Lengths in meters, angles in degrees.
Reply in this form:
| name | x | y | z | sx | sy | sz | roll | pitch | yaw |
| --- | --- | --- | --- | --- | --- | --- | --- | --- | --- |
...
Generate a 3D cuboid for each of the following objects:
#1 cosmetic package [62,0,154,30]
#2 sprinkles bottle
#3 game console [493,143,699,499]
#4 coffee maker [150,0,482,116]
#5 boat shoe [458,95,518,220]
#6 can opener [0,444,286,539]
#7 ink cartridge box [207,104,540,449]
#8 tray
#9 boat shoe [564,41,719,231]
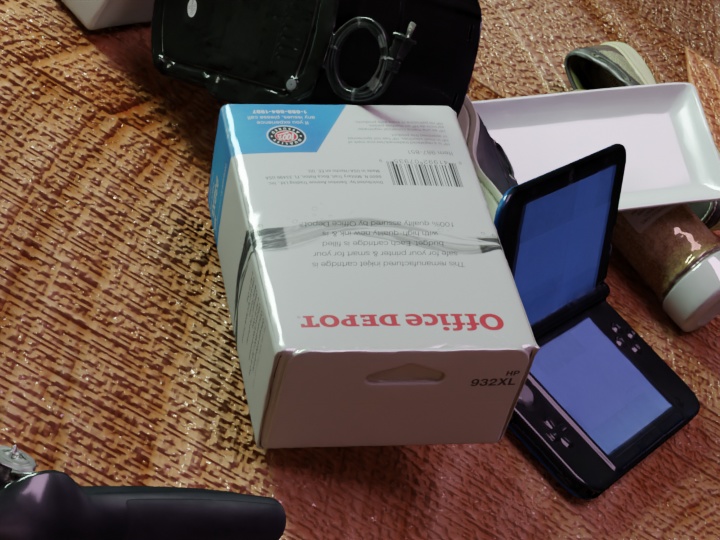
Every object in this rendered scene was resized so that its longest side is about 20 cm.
| name | x | y | z | sx | sy | sz | roll | pitch | yaw |
| --- | --- | --- | --- | --- | --- | --- | --- | --- | --- |
| cosmetic package | -0.135 | -0.287 | 1.255 | 0.167 | 0.166 | 0.200 | 47 | 31 | 14 |
| sprinkles bottle | 0.211 | -0.047 | 1.410 | 0.068 | 0.068 | 0.200 | -12 | 58 | -52 |
| game console | 0.160 | 0.029 | 1.212 | 0.171 | 0.118 | 0.200 | 47 | 32 | 13 |
| coffee maker | -0.008 | -0.143 | 1.205 | 0.192 | 0.135 | 0.200 | 45 | 21 | 27 |
| boat shoe | 0.074 | -0.057 | 1.284 | 0.066 | 0.074 | 0.200 | 50 | 8 | -44 |
| can opener | -0.119 | 0.120 | 0.870 | 0.063 | 0.079 | 0.200 | 13 | 7 | 39 |
| ink cartridge box | 0.000 | 0.000 | 1.047 | 0.145 | 0.084 | 0.200 | 0 | 45 | -16 |
| tray | 0.168 | -0.084 | 1.372 | 0.199 | 0.022 | 0.108 | -6 | 61 | -12 |
| boat shoe | 0.232 | -0.109 | 1.521 | 0.065 | 0.073 | 0.200 | -7 | 50 | -37 |
